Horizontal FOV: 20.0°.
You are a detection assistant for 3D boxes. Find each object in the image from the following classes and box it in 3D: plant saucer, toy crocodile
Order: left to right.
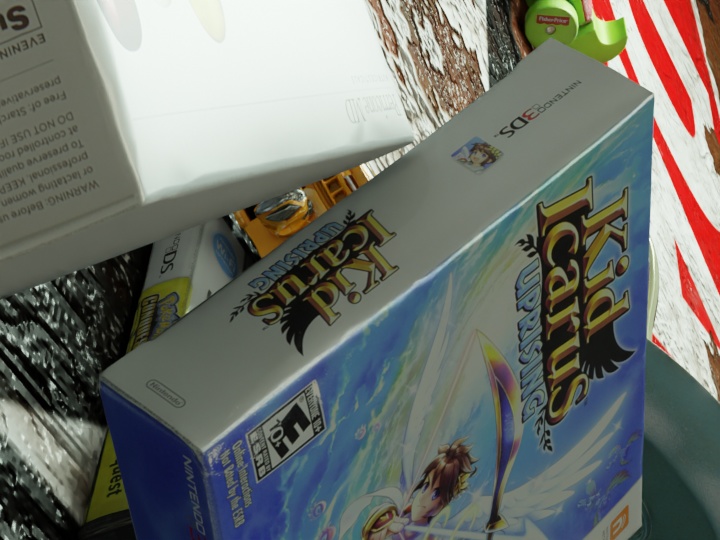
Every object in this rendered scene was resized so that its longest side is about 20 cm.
[{"bbox_3d":[0.131,-0.227,1.473,0.200,0.062,0.068,58,22,-31],"label":"toy crocodile"},{"bbox_3d":[0.112,0.092,0.924,0.027,0.200,0.200,-41,118,-25],"label":"plant saucer"}]

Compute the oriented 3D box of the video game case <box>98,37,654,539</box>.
[{"bbox_3d":[0.017,0.059,0.621,0.181,0.045,0.200,-39,143,-29],"label":"video game case"}]

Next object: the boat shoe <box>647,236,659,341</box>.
[{"bbox_3d":[0.140,0.016,1.241,0.075,0.075,0.203,39,36,-47],"label":"boat shoe"}]

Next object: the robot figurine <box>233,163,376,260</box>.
[{"bbox_3d":[0.000,0.000,0.824,0.145,0.058,0.200,59,2,22],"label":"robot figurine"}]

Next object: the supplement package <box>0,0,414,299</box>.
[{"bbox_3d":[-0.097,-0.050,0.500,0.111,0.155,0.200,70,18,-2],"label":"supplement package"}]

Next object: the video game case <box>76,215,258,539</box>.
[{"bbox_3d":[-0.029,0.098,0.752,0.200,0.025,0.181,59,21,-31],"label":"video game case"}]
